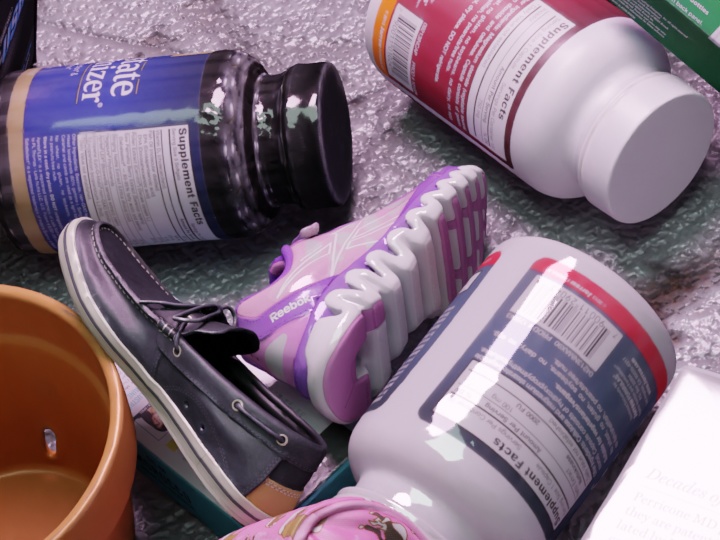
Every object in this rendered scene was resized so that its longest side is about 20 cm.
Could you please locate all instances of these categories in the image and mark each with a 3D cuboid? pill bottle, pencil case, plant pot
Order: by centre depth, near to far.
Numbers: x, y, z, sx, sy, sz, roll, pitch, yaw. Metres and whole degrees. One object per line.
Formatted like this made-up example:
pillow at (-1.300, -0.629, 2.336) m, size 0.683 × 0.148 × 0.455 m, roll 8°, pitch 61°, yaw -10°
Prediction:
pencil case at (-0.037, 0.166, 1.299) m, size 0.083 × 0.200 × 0.087 m, roll -7°, pitch 81°, yaw -29°
pill bottle at (0.064, 0.091, 1.372) m, size 0.119 × 0.120 × 0.200 m, roll 26°, pitch 64°, yaw 30°
plant pot at (-0.203, 0.127, 1.406) m, size 0.200 × 0.140 × 0.200 m, roll -8°, pitch 52°, yaw 11°
pill bottle at (0.105, -0.113, 1.522) m, size 0.113 × 0.113 × 0.200 m, roll -40°, pitch 54°, yaw -15°
pill bottle at (-0.110, -0.071, 1.550) m, size 0.200 × 0.112 × 0.112 m, roll -5°, pitch 52°, yaw 12°

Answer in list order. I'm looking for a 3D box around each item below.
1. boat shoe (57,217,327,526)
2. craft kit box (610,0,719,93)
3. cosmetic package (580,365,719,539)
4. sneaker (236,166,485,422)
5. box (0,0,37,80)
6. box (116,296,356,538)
boat shoe at (-0.086, 0.043, 1.367) m, size 0.062 × 0.075 × 0.200 m, roll -44°, pitch 67°, yaw 15°
craft kit box at (0.265, -0.171, 1.486) m, size 0.200 × 0.049 × 0.198 m, roll 38°, pitch 66°, yaw -9°
cosmetic package at (0.189, 0.189, 1.231) m, size 0.166 × 0.167 × 0.200 m, roll 19°, pitch 60°, yaw 28°
sneaker at (0.000, 0.000, 1.452) m, size 0.088 × 0.081 × 0.200 m, roll 14°, pitch 40°, yaw 28°
box at (-0.238, -0.115, 1.562) m, size 0.050 × 0.199 × 0.200 m, roll 14°, pitch 55°, yaw 1°
box at (-0.086, 0.084, 1.464) m, size 0.082 × 0.049 × 0.200 m, roll -42°, pitch 54°, yaw -17°
